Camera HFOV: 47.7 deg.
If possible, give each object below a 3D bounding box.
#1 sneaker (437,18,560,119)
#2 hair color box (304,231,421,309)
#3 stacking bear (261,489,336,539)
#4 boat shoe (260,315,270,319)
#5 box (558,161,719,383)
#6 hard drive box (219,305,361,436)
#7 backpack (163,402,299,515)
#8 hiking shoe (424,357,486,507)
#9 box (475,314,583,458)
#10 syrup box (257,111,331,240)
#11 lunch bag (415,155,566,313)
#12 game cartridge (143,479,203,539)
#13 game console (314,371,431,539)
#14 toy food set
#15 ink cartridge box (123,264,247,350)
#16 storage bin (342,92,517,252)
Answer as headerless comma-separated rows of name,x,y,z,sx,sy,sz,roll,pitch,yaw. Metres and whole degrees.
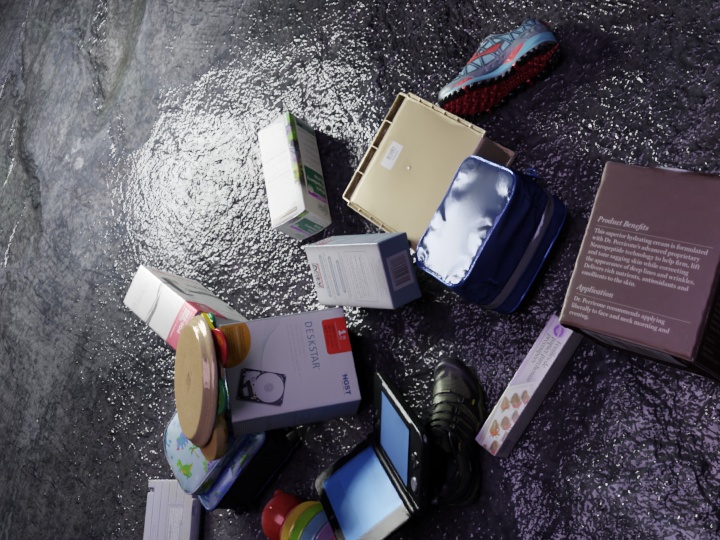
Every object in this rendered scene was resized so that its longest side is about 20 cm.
sneaker,0.204,-0.307,1.239,0.197,0.079,0.097,-26,52,20
hair color box,0.000,0.000,1.242,0.198,0.060,0.101,0,108,54
stacking bear,-0.070,0.392,1.207,0.198,0.112,0.124,12,90,45
boat shoe,-0.134,0.156,1.349,0.067,0.074,0.201,-53,41,26
box,0.359,0.003,0.951,0.164,0.163,0.204,17,86,40
hard drive box,-0.111,0.154,1.258,0.196,0.077,0.159,-8,64,-12
backpack,-0.232,0.270,1.344,0.184,0.146,0.200,-53,49,8
hiking shoe,0.123,0.216,1.109,0.074,0.100,0.204,-12,71,27
box,0.226,0.157,1.089,0.039,0.041,0.202,36,100,39
syrup box,-0.116,-0.164,1.430,0.081,0.078,0.204,-26,61,28
lunch bag,0.188,-0.054,1.128,0.202,0.131,0.136,-61,35,7
game cartridge,-0.331,0.473,1.432,0.127,0.038,0.205,-8,71,32
game console,0.010,0.263,1.123,0.200,0.114,0.180,-132,40,-63
toy food set,-0.236,0.166,1.225,0.200,0.048,0.202,48,131,55
ink cartridge box,-0.309,0.079,1.461,0.198,0.145,0.086,29,95,39
storage bin,0.097,-0.142,1.248,0.198,0.093,0.202,36,100,39
